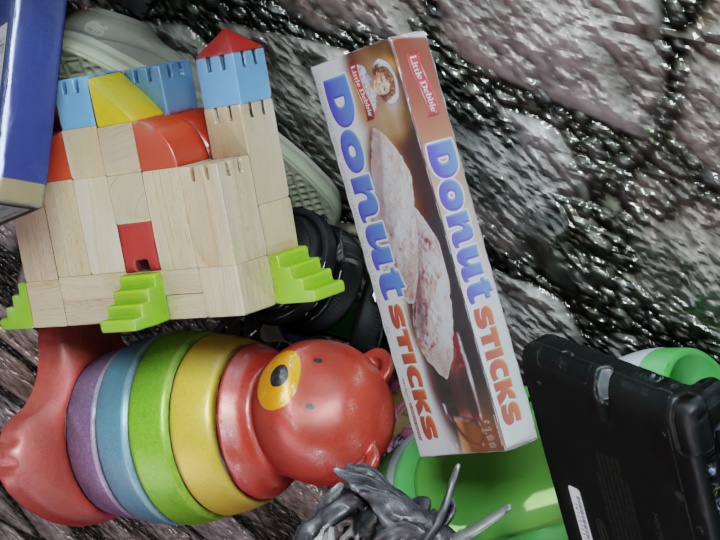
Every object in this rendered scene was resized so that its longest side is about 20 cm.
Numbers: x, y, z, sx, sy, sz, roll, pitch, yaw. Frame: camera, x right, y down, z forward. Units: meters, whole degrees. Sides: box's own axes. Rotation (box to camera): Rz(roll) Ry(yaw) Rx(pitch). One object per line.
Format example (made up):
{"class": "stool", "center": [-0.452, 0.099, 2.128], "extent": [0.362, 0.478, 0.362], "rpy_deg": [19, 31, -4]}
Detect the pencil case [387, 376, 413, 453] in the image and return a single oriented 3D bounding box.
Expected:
{"class": "pencil case", "center": [0.067, 0.131, 1.215], "extent": [0.082, 0.087, 0.200], "rpy_deg": [-3, 142, 14]}

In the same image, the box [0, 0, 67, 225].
{"class": "box", "center": [-0.186, -0.124, 1.039], "extent": [0.032, 0.201, 0.121], "rpy_deg": [8, 170, -26]}

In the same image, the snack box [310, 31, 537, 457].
{"class": "snack box", "center": [0.030, -0.010, 0.958], "extent": [0.072, 0.024, 0.201], "rpy_deg": [-12, 94, 57]}

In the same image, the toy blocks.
{"class": "toy blocks", "center": [-0.111, -0.046, 1.020], "extent": [0.199, 0.100, 0.137], "rpy_deg": [-5, 99, 38]}

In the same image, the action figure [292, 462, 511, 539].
{"class": "action figure", "center": [-0.006, 0.170, 1.022], "extent": [0.119, 0.102, 0.200], "rpy_deg": [33, 139, -22]}

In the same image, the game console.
{"class": "game console", "center": [0.188, 0.111, 0.927], "extent": [0.176, 0.116, 0.201], "rpy_deg": [21, 135, 51]}

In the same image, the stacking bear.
{"class": "stacking bear", "center": [-0.075, 0.081, 1.071], "extent": [0.199, 0.122, 0.114], "rpy_deg": [-6, 142, 30]}

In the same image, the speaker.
{"class": "speaker", "center": [0.100, 0.102, 1.037], "extent": [0.200, 0.089, 0.088], "rpy_deg": [-23, 117, 40]}

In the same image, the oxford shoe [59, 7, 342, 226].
{"class": "oxford shoe", "center": [-0.092, -0.083, 1.101], "extent": [0.200, 0.058, 0.075], "rpy_deg": [31, 131, -16]}

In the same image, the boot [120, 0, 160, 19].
{"class": "boot", "center": [-0.124, -0.217, 0.866], "extent": [0.168, 0.077, 0.200], "rpy_deg": [35, 150, 0]}

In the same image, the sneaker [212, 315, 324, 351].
{"class": "sneaker", "center": [-0.042, 0.072, 1.221], "extent": [0.089, 0.079, 0.200], "rpy_deg": [35, -171, -25]}

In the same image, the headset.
{"class": "headset", "center": [0.000, 0.000, 1.090], "extent": [0.123, 0.094, 0.200], "rpy_deg": [22, 169, -19]}
